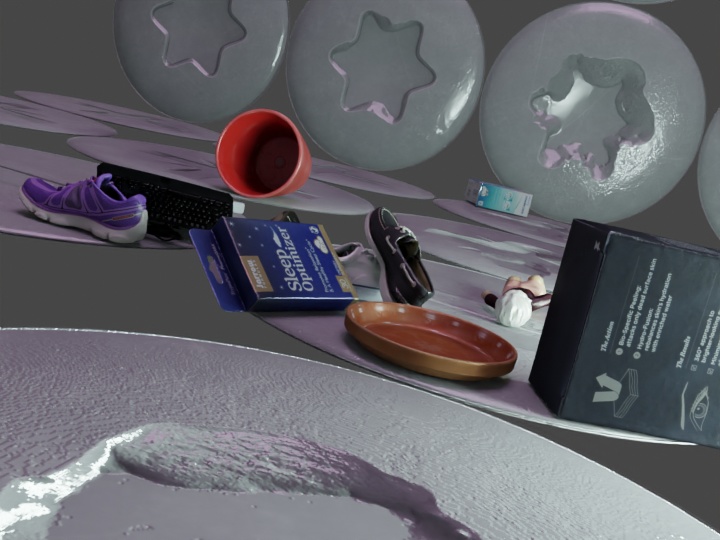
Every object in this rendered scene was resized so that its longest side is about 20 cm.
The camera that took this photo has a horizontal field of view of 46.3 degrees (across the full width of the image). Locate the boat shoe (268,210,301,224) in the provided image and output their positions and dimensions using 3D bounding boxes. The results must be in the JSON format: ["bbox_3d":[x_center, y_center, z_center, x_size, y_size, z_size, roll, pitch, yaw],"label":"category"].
[{"bbox_3d":[-0.138,-0.023,1.145,0.074,0.076,0.200,-16,10,21],"label":"boat shoe"}]

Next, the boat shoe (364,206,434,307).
[{"bbox_3d":[0.054,-0.022,1.134,0.074,0.060,0.200,32,31,-31],"label":"boat shoe"}]

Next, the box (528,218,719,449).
[{"bbox_3d":[0.309,0.064,0.894,0.200,0.197,0.117,12,11,-7],"label":"box"}]

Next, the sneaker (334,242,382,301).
[{"bbox_3d":[0.000,0.000,1.160,0.200,0.071,0.073,7,13,-30],"label":"sneaker"}]

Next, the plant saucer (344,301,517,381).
[{"bbox_3d":[0.078,0.082,0.959,0.200,0.032,0.200,12,11,-3],"label":"plant saucer"}]

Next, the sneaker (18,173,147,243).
[{"bbox_3d":[-0.378,-0.100,1.167,0.200,0.084,0.081,16,11,14],"label":"sneaker"}]

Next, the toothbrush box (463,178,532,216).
[{"bbox_3d":[0.488,-0.260,2.992,0.200,0.085,0.146,10,11,-14],"label":"toothbrush box"}]

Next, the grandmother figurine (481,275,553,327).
[{"bbox_3d":[0.244,0.046,1.282,0.121,0.061,0.200,-12,5,21],"label":"grandmother figurine"}]

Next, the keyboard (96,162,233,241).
[{"bbox_3d":[-0.280,-0.081,1.185,0.200,0.104,0.040,14,38,5],"label":"keyboard"}]

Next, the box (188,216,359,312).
[{"bbox_3d":[-0.101,-0.006,1.017,0.200,0.032,0.121,1,54,-46],"label":"box"}]

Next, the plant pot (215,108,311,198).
[{"bbox_3d":[-0.202,-0.251,1.895,0.200,0.201,0.177,16,3,12],"label":"plant pot"}]

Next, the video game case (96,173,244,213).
[{"bbox_3d":[-0.337,-0.137,1.492,0.200,0.023,0.182,7,8,-45],"label":"video game case"}]
